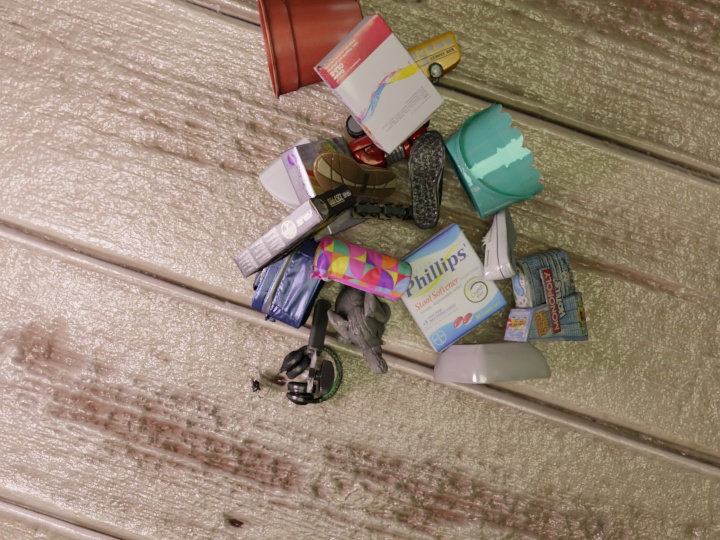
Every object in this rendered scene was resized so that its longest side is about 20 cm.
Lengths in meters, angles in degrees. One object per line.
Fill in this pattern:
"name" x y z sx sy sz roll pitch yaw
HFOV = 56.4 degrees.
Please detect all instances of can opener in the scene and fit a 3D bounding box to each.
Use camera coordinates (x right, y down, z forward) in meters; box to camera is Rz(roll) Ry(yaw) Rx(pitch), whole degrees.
"can opener" -0.084 0.162 1.412 0.065 0.053 0.204 10 66 -13

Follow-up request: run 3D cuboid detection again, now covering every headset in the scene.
"headset" -0.138 0.231 1.455 0.196 0.094 0.126 -13 90 -14

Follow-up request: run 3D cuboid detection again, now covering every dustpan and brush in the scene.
"dustpan and brush" -0.104 -0.161 1.433 0.139 0.057 0.201 -38 86 3

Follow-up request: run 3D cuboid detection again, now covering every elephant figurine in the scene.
"elephant figurine" 0.004 0.104 1.369 0.153 0.200 0.144 22 94 -1

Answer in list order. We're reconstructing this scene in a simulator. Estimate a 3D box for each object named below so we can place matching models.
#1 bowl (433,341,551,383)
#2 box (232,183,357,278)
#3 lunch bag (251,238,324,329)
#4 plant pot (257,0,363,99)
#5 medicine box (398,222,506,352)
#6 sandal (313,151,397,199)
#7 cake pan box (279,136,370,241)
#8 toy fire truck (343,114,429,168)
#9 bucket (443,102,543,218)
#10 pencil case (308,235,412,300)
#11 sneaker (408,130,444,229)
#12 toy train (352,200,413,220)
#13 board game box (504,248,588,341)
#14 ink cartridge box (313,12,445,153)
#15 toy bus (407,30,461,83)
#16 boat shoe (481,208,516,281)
"bowl" 0.262 0.185 1.363 0.196 0.199 0.076 0 85 -23
"box" -0.116 -0.073 1.212 0.199 0.161 0.050 -34 89 26
"lunch bag" -0.146 0.019 1.396 0.131 0.136 0.203 27 92 2
"plant pot" -0.094 -0.463 1.347 0.191 0.201 0.205 -11 94 -7
"medicine box" 0.175 0.033 1.413 0.181 0.103 0.202 -34 94 2
"sandal" -0.014 -0.187 1.329 0.197 0.054 0.082 6 112 -37
"cake pan box" -0.060 -0.170 1.365 0.052 0.199 0.187 -18 94 32
"toy fire truck" 0.077 -0.240 1.399 0.173 0.129 0.203 -23 83 2
"bucket" 0.261 -0.216 1.353 0.133 0.207 0.210 -29 93 7
"pencil case" 0.000 0.000 1.297 0.196 0.088 0.090 14 94 -17
"sneaker" 0.134 -0.182 1.366 0.070 0.083 0.204 7 104 11
"toy train" 0.059 -0.121 1.390 0.197 0.045 0.035 0 83 -36
"board game box" 0.374 0.069 1.384 0.197 0.061 0.204 -14 95 -36
"ink cartridge box" 0.033 -0.344 1.244 0.144 0.146 0.200 -42 108 5
"toy bus" 0.111 -0.419 1.402 0.197 0.065 0.080 -22 93 2
"boat shoe" 0.278 -0.059 1.379 0.066 0.202 0.074 -18 122 25
